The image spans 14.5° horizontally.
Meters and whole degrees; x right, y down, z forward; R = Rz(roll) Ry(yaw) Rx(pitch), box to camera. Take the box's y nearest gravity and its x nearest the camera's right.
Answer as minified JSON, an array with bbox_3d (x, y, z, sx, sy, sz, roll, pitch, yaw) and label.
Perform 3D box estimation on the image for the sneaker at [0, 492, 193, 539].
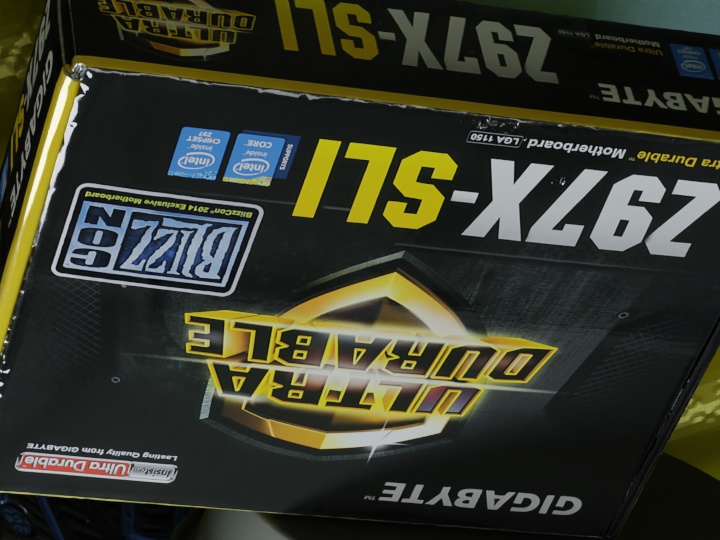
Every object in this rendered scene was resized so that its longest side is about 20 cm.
[{"bbox_3d":[-0.112,0.084,0.842,0.077,0.076,0.200,-34,149,14],"label":"sneaker"}]

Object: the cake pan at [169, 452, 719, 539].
[{"bbox_3d":[0.043,0.086,0.845,0.200,0.200,0.037,6,108,-17],"label":"cake pan"}]

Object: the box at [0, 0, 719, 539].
[{"bbox_3d":[0.000,0.000,0.757,0.200,0.049,0.160,6,132,-18],"label":"box"}]

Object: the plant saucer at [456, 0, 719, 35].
[{"bbox_3d":[0.085,-0.101,0.817,0.200,0.036,0.200,-22,122,-38],"label":"plant saucer"}]
